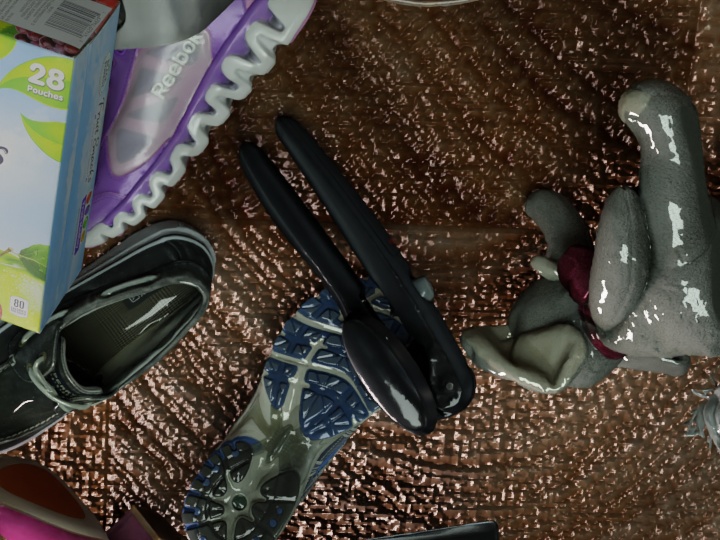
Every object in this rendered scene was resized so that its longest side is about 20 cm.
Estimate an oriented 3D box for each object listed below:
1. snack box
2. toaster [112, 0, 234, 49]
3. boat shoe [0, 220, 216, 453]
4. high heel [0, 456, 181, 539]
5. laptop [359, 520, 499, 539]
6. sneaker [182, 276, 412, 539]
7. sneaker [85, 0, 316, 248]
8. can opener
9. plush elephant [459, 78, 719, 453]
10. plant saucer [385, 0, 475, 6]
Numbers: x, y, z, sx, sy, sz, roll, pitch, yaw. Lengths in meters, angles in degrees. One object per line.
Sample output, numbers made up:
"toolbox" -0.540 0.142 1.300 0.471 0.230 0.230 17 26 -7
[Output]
"snack box" -0.229 -0.080 1.011 0.198 0.068 0.170 19 127 5
"toaster" -0.160 -0.212 1.017 0.198 0.119 0.182 0 121 18
"boat shoe" -0.168 0.046 1.186 0.200 0.071 0.072 -40 113 13
"high heel" -0.187 0.173 1.202 0.096 0.067 0.200 -47 145 7
"laptop" -0.007 0.222 1.259 0.185 0.200 0.117 -8 85 -2
"sneaker" -0.036 0.085 1.224 0.077 0.085 0.200 40 85 4
"sneaker" -0.113 -0.105 1.125 0.088 0.081 0.201 36 102 -13
"can opener" 0.000 0.000 1.159 0.063 0.079 0.201 -29 81 -2
"plush elephant" 0.149 0.006 1.172 0.154 0.164 0.202 -6 83 35
"plant saucer" 0.040 -0.243 1.095 0.198 0.037 0.202 -2 114 -5
